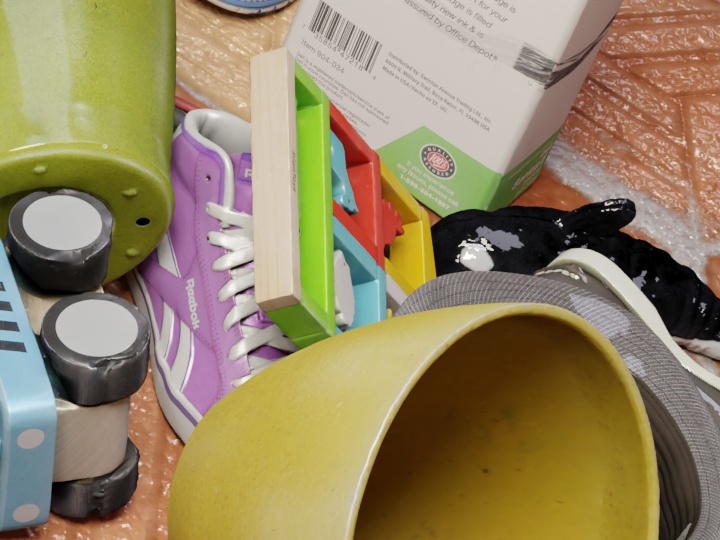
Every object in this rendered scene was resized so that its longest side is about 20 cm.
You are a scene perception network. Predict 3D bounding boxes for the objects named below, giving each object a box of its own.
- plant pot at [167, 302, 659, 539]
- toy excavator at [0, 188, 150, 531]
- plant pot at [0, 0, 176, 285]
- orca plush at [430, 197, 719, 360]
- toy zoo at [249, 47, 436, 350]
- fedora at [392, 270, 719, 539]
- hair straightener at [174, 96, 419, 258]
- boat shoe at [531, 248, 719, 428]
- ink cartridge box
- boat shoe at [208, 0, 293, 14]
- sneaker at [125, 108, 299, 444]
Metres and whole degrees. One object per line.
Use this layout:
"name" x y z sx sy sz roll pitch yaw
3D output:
"plant pot" 0.006 0.106 1.132 0.142 0.201 0.200 7 21 41
"toy excavator" -0.188 0.071 1.196 0.199 0.100 0.195 -8 47 -17
"plant pot" -0.168 -0.094 1.327 0.200 0.200 0.193 2 55 -27
"orca plush" 0.131 0.001 1.456 0.199 0.071 0.105 24 38 -1
"toy zoo" 0.000 0.000 1.325 0.200 0.020 0.132 47 35 -54
"fedora" 0.080 0.101 1.294 0.176 0.090 0.200 4 41 -25
"hair straightener" -0.070 -0.054 1.434 0.200 0.041 0.077 31 38 8
"boat shoe" 0.148 0.077 1.375 0.201 0.072 0.061 44 47 17
"ink cartridge box" 0.055 -0.145 1.480 0.145 0.200 0.084 36 39 13
"boat shoe" -0.041 -0.215 1.614 0.072 0.073 0.200 31 38 8
"sneaker" -0.055 0.008 1.312 0.072 0.114 0.201 -3 47 -33
